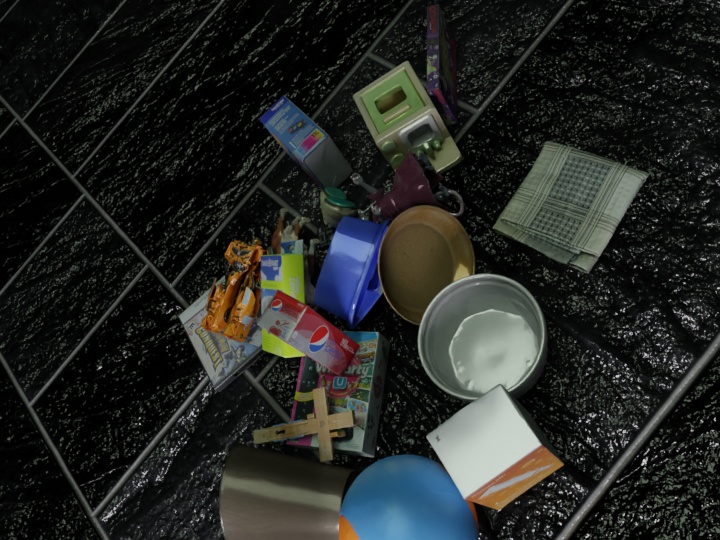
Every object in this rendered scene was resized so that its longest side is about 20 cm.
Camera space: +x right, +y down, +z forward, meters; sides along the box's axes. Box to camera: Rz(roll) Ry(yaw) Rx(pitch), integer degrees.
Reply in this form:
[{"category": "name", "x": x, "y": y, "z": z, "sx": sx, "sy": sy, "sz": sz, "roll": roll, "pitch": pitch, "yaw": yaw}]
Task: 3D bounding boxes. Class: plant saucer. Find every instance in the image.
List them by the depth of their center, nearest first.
[{"category": "plant saucer", "x": 0.106, "y": -0.008, "z": 1.110, "sx": 0.035, "sy": 0.199, "sz": 0.202, "roll": -3, "pitch": 62, "yaw": 60}]

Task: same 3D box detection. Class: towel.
[{"category": "towel", "x": 0.347, "y": -0.114, "z": 1.111, "sx": 0.192, "sy": 0.035, "sz": 0.201, "roll": 29, "pitch": 83, "yaw": 32}]

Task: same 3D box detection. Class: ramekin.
[{"category": "ramekin", "x": 0.200, "y": 0.116, "z": 1.039, "sx": 0.199, "sy": 0.105, "sz": 0.202, "roll": -10, "pitch": 65, "yaw": 22}]

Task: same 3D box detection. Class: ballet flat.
[{"category": "ballet flat", "x": -0.044, "y": -0.110, "z": 1.230, "sx": 0.067, "sy": 0.200, "sz": 0.063, "roll": 13, "pitch": 104, "yaw": -9}]

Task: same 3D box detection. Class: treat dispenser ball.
[{"category": "treat dispenser ball", "x": 0.068, "y": 0.366, "z": 0.936, "sx": 0.199, "sy": 0.201, "sz": 0.202, "roll": -10, "pitch": 64, "yaw": 22}]

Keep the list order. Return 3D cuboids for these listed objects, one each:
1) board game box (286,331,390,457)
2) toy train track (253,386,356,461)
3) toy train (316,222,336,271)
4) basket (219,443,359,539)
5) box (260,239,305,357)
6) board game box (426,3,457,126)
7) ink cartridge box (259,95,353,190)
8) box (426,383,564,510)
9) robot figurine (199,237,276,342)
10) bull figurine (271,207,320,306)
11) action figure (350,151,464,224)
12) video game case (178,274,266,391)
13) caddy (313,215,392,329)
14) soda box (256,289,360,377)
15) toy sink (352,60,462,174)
[{"category": "board game box", "x": -0.037, "y": 0.209, "z": 1.139, "sx": 0.146, "sy": 0.064, "sz": 0.202, "roll": -1, "pitch": 67, "yaw": 25}, {"category": "toy train track", "x": -0.090, "y": 0.261, "z": 1.090, "sx": 0.199, "sy": 0.032, "sz": 0.116, "roll": -17, "pitch": 69, "yaw": 26}, {"category": "toy train", "x": -0.056, "y": -0.006, "z": 1.259, "sx": 0.046, "sy": 0.034, "sz": 0.201, "roll": -22, "pitch": 60, "yaw": 20}, {"category": "basket", "x": -0.105, "y": 0.374, "z": 1.058, "sx": 0.198, "sy": 0.136, "sz": 0.182, "roll": -1, "pitch": 100, "yaw": 19}, {"category": "box", "x": -0.139, "y": 0.048, "z": 1.182, "sx": 0.122, "sy": 0.047, "sz": 0.202, "roll": 0, "pitch": 91, "yaw": 63}, {"category": "board game box", "x": 0.159, "y": -0.397, "z": 1.276, "sx": 0.032, "sy": 0.120, "sz": 0.202, "roll": -6, "pitch": 66, "yaw": 20}, {"category": "ink cartridge box", "x": -0.117, "y": -0.262, "z": 1.341, "sx": 0.076, "sy": 0.137, "sz": 0.200, "roll": -41, "pitch": 57, "yaw": 0}, {"category": "box", "x": 0.195, "y": 0.253, "z": 0.924, "sx": 0.124, "sy": 0.200, "sz": 0.098, "roll": -37, "pitch": 57, "yaw": 7}, {"category": "robot figurine", "x": -0.235, "y": 0.029, "z": 1.273, "sx": 0.144, "sy": 0.058, "sz": 0.202, "roll": 12, "pitch": 82, "yaw": 38}, {"category": "bull figurine", "x": -0.121, "y": -0.024, "z": 1.261, "sx": 0.200, "sy": 0.065, "sz": 0.122, "roll": 56, "pitch": 136, "yaw": 39}, {"category": "action figure", "x": 0.068, "y": -0.127, "z": 1.230, "sx": 0.200, "sy": 0.148, "sz": 0.135, "roll": -37, "pitch": 43, "yaw": 30}, {"category": "video game case", "x": -0.258, "y": 0.107, "z": 1.313, "sx": 0.180, "sy": 0.025, "sz": 0.200, "roll": -40, "pitch": 57, "yaw": 5}, {"category": "caddy", "x": 0.000, "y": 0.000, "z": 1.138, "sx": 0.104, "sy": 0.141, "sz": 0.201, "roll": 20, "pitch": 94, "yaw": 10}, {"category": "soda box", "x": -0.077, "y": 0.104, "z": 1.047, "sx": 0.070, "sy": 0.200, "sz": 0.064, "roll": 25, "pitch": 80, "yaw": 31}, {"category": "toy sink", "x": 0.088, "y": -0.277, "z": 1.262, "sx": 0.130, "sy": 0.112, "sz": 0.201, "roll": -29, "pitch": 59, "yaw": 12}]
